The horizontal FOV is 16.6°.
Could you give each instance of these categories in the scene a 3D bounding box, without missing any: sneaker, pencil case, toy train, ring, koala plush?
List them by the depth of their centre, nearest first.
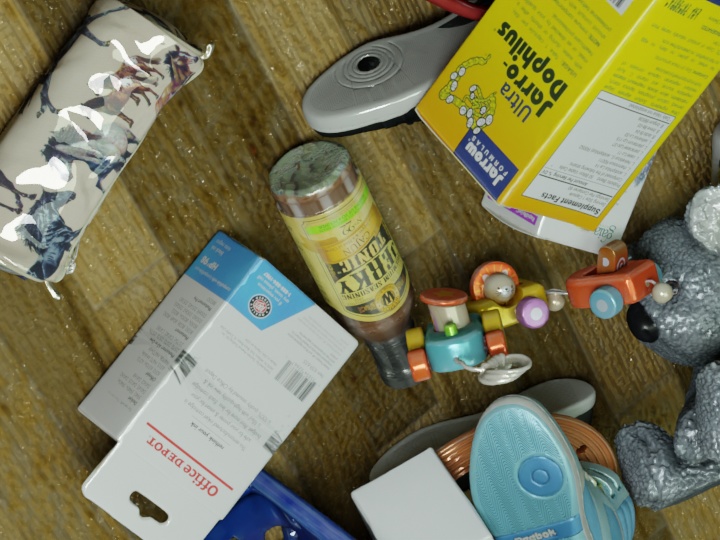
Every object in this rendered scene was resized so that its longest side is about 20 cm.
[{"bbox_3d":[-0.178,-0.084,1.577,0.089,0.078,0.200,35,88,-17],"label":"pencil case"},{"bbox_3d":[0.061,-0.117,1.726,0.200,0.073,0.112,-27,134,-11],"label":"sneaker"},{"bbox_3d":[0.118,0.021,1.737,0.200,0.150,0.056,-27,107,-44],"label":"toy train"},{"bbox_3d":[0.138,0.153,1.752,0.131,0.080,0.200,-63,139,-58],"label":"sneaker"},{"bbox_3d":[0.099,0.180,1.827,0.200,0.019,0.200,-14,131,-16],"label":"ring"},{"bbox_3d":[0.265,0.046,1.830,0.184,0.177,0.200,-19,75,-27],"label":"koala plush"},{"bbox_3d":[0.099,0.159,1.861,0.200,0.071,0.099,-20,115,-29],"label":"sneaker"}]

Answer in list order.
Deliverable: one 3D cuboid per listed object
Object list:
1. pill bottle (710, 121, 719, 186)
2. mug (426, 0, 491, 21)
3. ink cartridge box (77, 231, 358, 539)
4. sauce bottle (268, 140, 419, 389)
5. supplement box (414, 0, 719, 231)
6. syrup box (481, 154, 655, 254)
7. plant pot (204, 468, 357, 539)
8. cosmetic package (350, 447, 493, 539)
[{"bbox_3d":[0.327,-0.018,1.914,0.111,0.111,0.200,-15,117,-28],"label":"pill bottle"},{"bbox_3d":[0.067,-0.255,1.625,0.200,0.133,0.178,-16,81,-23],"label":"mug"},{"bbox_3d":[-0.110,0.088,1.699,0.200,0.067,0.116,-51,127,-6],"label":"ink cartridge box"},{"bbox_3d":[0.000,0.000,1.738,0.065,0.065,0.200,-39,127,-14],"label":"sauce bottle"},{"bbox_3d":[0.152,-0.141,1.636,0.109,0.110,0.200,14,119,-49],"label":"supplement box"},{"bbox_3d":[0.171,-0.117,1.790,0.079,0.081,0.200,14,103,-35],"label":"syrup box"},{"bbox_3d":[-0.056,0.289,1.740,0.200,0.200,0.180,-45,132,-10],"label":"plant pot"},{"bbox_3d":[0.070,0.233,1.772,0.071,0.101,0.200,-30,136,-5],"label":"cosmetic package"}]
